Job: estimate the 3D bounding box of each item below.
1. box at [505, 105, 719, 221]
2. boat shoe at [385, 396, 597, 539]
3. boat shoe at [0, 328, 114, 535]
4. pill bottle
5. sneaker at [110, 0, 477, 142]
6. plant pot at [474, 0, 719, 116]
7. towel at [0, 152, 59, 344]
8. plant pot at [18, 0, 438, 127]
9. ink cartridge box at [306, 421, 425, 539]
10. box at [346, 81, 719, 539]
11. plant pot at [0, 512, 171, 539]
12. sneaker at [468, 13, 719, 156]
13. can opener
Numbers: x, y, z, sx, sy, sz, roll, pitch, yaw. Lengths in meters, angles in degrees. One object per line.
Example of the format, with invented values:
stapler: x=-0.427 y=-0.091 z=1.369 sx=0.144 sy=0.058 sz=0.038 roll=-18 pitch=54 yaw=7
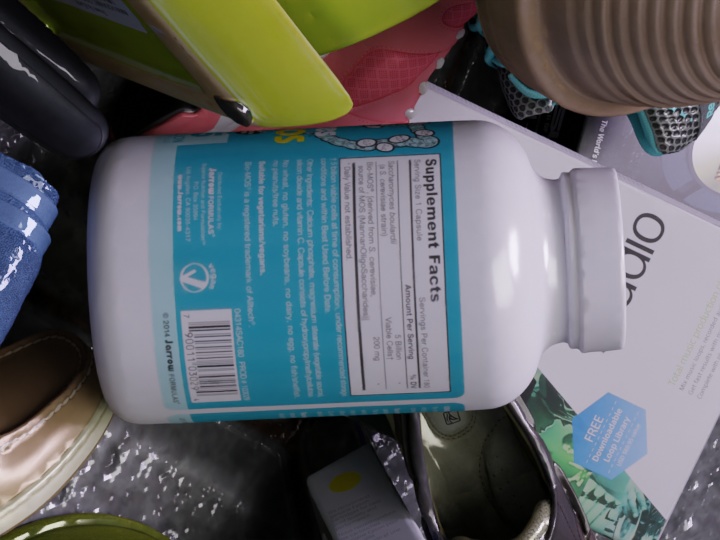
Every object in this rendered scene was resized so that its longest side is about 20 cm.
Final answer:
box: x=0.151 y=-0.042 z=1.173 sx=0.163 sy=0.086 sz=0.202 roll=16 pitch=89 yaw=-23
boat shoe: x=0.058 y=0.108 z=1.045 sx=0.071 sy=0.066 sz=0.202 roll=-22 pitch=99 yaw=5
boat shoe: x=-0.176 y=0.073 z=0.936 sx=0.200 sy=0.074 sz=0.067 roll=-36 pitch=127 yaw=-32
pill bottle: x=0.000 y=0.000 z=0.957 sx=0.198 sy=0.111 sz=0.112 roll=-2 pitch=105 yaw=2
sneaker: x=-0.002 y=-0.084 z=1.027 sx=0.199 sy=0.074 sz=0.087 roll=-31 pitch=121 yaw=3
plant pot: x=0.142 y=-0.135 z=0.911 sx=0.200 sy=0.093 sz=0.202 roll=-30 pitch=139 yaw=-30
towel: x=-0.193 y=0.033 z=0.883 sx=0.111 sy=0.049 sz=0.201 roll=27 pitch=65 yaw=-4
plant pot: x=-0.059 y=-0.174 z=0.910 sx=0.182 sy=0.199 sz=0.199 roll=-52 pitch=131 yaw=-13
ink cartridge box: x=0.025 y=0.187 z=1.092 sx=0.047 sy=0.200 sz=0.199 roll=-20 pitch=115 yaw=-8
box: x=0.067 y=0.017 z=1.082 sx=0.199 sy=0.036 sz=0.145 roll=25 pitch=96 yaw=-5
plant pot: x=-0.066 y=0.217 z=0.989 sx=0.199 sy=0.192 sz=0.202 roll=-12 pitch=108 yaw=-41
sneaker: x=0.073 y=-0.112 z=1.070 sx=0.078 sy=0.199 sz=0.092 roll=-24 pitch=138 yaw=-86
can opener: x=-0.166 y=-0.104 z=0.899 sx=0.199 sy=0.078 sz=0.064 roll=32 pitch=33 yaw=-38
